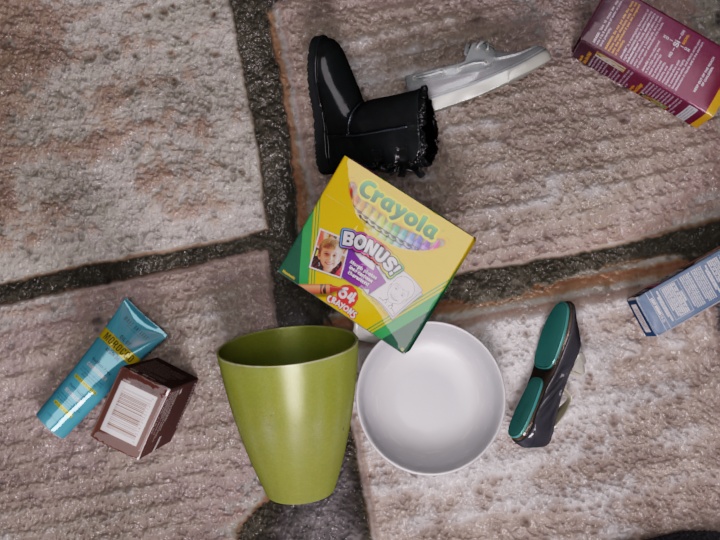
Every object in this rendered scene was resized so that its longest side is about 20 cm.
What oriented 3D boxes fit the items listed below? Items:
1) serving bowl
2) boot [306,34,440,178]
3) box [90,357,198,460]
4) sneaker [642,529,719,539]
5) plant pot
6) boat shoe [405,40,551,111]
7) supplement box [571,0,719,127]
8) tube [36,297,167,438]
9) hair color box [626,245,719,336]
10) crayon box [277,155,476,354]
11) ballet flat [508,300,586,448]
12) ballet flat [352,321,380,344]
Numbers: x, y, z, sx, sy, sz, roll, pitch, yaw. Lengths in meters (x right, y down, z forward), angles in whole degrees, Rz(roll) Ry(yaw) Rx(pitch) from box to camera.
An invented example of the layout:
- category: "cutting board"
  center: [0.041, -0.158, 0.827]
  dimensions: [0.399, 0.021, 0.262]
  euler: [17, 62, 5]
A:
- category: "serving bowl"
  center: [0.090, 0.171, 1.693]
  dimensions: [0.197, 0.066, 0.203]
  euler: [1, 81, -4]
- category: "boot"
  center: [0.017, -0.218, 1.689]
  dimensions: [0.160, 0.073, 0.201]
  euler: [-3, 95, 24]
- category: "box"
  center: [-0.277, 0.177, 1.658]
  dimensions: [0.074, 0.200, 0.101]
  euler: [25, 91, 2]
- category: "sneaker"
  center: [0.402, 0.399, 1.681]
  dimensions: [0.197, 0.070, 0.083]
  euler: [-12, 105, 6]
- category: "plant pot"
  center: [-0.086, 0.194, 1.670]
  dimensions: [0.184, 0.187, 0.203]
  euler: [-4, 102, 4]
- category: "boat shoe"
  center: [0.154, -0.270, 1.702]
  dimensions: [0.198, 0.070, 0.072]
  euler: [-20, 93, 7]
- category: "supplement box"
  center: [0.385, -0.278, 1.667]
  dimensions: [0.199, 0.110, 0.086]
  euler: [31, 90, 4]
- category: "tube"
  center: [-0.358, 0.138, 1.746]
  dimensions: [0.077, 0.050, 0.200]
  euler: [41, 86, -4]
- category: "hair color box"
  center: [0.451, 0.013, 1.661]
  dimensions: [0.198, 0.100, 0.061]
  euler: [-29, 86, 2]
- category: "crayon box"
  center: [0.022, -0.021, 1.643]
  dimensions: [0.199, 0.058, 0.174]
  euler: [32, 98, 8]
- category: "ballet flat"
  center: [0.258, 0.143, 1.694]
  dimensions: [0.072, 0.073, 0.202]
  euler: [21, 84, 4]
- category: "ballet flat"
  center: [0.000, 0.000, 1.716]
  dimensions: [0.068, 0.069, 0.203]
  euler: [-7, 89, 4]
